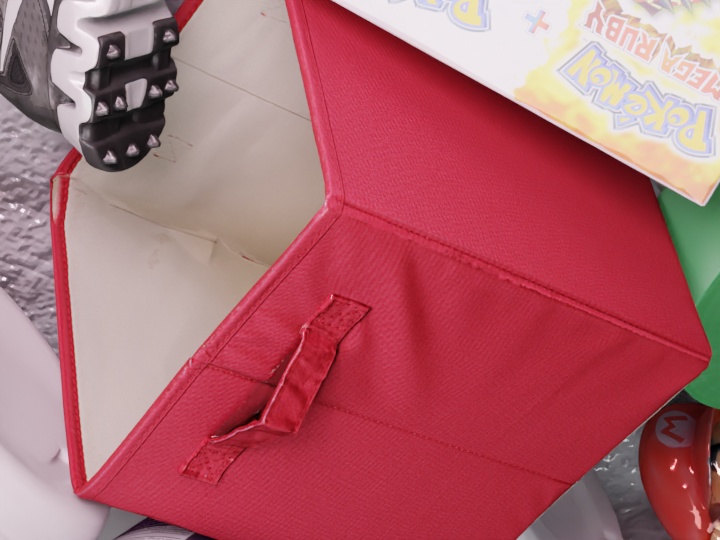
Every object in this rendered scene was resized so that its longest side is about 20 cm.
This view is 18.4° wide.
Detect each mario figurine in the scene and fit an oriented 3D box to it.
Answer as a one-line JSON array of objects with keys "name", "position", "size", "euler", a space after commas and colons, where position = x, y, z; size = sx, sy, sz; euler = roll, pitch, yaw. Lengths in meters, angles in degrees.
[{"name": "mario figurine", "position": [0.227, 0.102, 1.026], "size": [0.199, 0.123, 0.106], "euler": [17, 91, 7]}]

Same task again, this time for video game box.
[{"name": "video game box", "position": [0.081, -0.148, 0.772], "size": [0.199, 0.047, 0.183], "euler": [28, 113, -5]}]

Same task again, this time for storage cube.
[{"name": "storage cube", "position": [0.000, 0.000, 0.864], "size": [0.179, 0.200, 0.171], "euler": [21, 127, -31]}]

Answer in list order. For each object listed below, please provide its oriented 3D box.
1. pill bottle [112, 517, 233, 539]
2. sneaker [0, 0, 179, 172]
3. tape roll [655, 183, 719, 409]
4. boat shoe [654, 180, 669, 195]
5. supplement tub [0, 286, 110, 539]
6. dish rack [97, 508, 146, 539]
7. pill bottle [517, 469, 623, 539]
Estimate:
[{"name": "pill bottle", "position": [-0.066, 0.152, 0.873], "size": [0.112, 0.200, 0.113], "euler": [2, 99, 16]}, {"name": "sneaker", "position": [-0.104, -0.141, 0.805], "size": [0.090, 0.066, 0.201], "euler": [23, 115, 26]}, {"name": "tape roll", "position": [0.210, -0.019, 0.918], "size": [0.200, 0.048, 0.201], "euler": [-19, 148, -12]}, {"name": "boat shoe", "position": [0.124, -0.103, 0.863], "size": [0.060, 0.072, 0.202], "euler": [-15, 130, 13]}, {"name": "supplement tub", "position": [-0.211, 0.094, 0.847], "size": [0.200, 0.146, 0.145], "euler": [-36, 127, 9]}, {"name": "dish rack", "position": [-0.097, 0.150, 1.014], "size": [0.171, 0.044, 0.200], "euler": [-32, 88, 23]}, {"name": "pill bottle", "position": [0.017, 0.154, 1.058], "size": [0.200, 0.114, 0.114], "euler": [-35, 127, 24]}]
